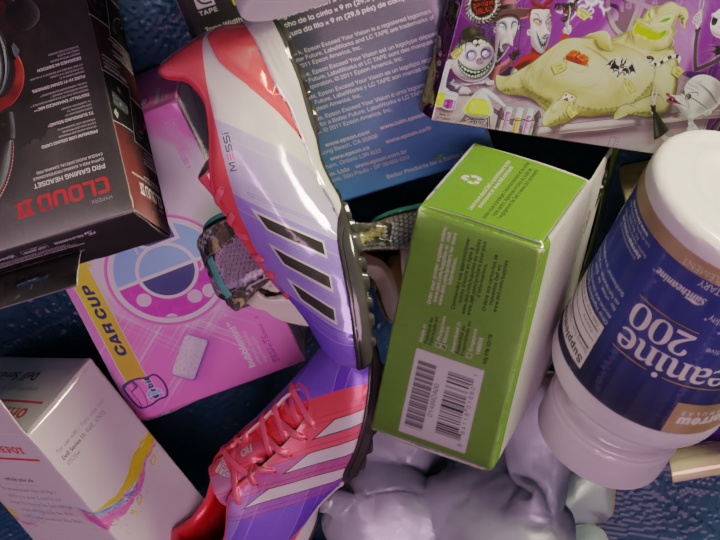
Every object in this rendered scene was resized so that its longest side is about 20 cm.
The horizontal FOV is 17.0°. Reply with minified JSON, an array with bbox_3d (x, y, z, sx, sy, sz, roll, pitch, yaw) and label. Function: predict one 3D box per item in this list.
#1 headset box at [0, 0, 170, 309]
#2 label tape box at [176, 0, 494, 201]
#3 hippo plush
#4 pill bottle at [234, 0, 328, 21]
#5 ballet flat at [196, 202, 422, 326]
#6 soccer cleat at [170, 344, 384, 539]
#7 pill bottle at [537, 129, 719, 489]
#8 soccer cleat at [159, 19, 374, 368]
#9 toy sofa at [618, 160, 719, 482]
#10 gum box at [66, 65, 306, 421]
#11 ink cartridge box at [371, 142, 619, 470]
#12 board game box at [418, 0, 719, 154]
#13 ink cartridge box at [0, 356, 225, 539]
[{"bbox_3d":[-0.199,-0.079,1.340,0.148,0.075,0.201,-15,77,9],"label":"headset box"},{"bbox_3d":[-0.020,-0.142,1.372,0.144,0.063,0.201,-16,117,8],"label":"label tape box"},{"bbox_3d":[0.063,0.156,1.493,0.160,0.201,0.159,1,152,21],"label":"hippo plush"},{"bbox_3d":[-0.059,-0.238,1.246,0.112,0.112,0.201,-23,83,12],"label":"pill bottle"},{"bbox_3d":[0.000,0.000,1.406,0.199,0.072,0.072,-3,123,-30],"label":"ballet flat"},{"bbox_3d":[-0.047,0.109,1.410,0.073,0.068,0.200,8,132,-25],"label":"soccer cleat"},{"bbox_3d":[0.174,0.028,1.350,0.110,0.111,0.200,18,130,-9],"label":"pill bottle"},{"bbox_3d":[-0.047,-0.036,1.314,0.073,0.068,0.201,-19,93,-6],"label":"soccer cleat"},{"bbox_3d":[0.212,0.033,1.448,0.082,0.098,0.201,-10,119,5],"label":"toy sofa"},{"bbox_3d":[-0.118,-0.012,1.441,0.113,0.066,0.201,-21,117,10],"label":"gum box"},{"bbox_3d":[0.084,0.000,1.389,0.075,0.200,0.148,18,119,12],"label":"ink cartridge box"},{"bbox_3d":[0.140,-0.130,1.360,0.199,0.032,0.121,7,106,-21],"label":"board game box"},{"bbox_3d":[-0.180,0.117,1.481,0.117,0.067,0.200,-1,132,52],"label":"ink cartridge box"}]
